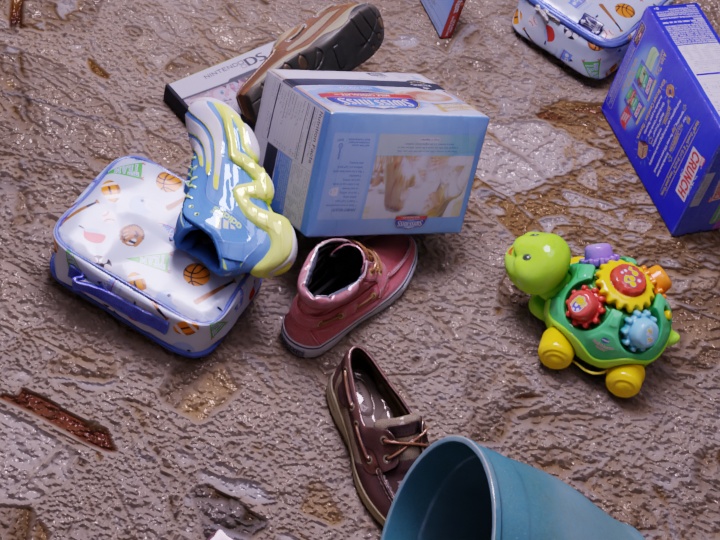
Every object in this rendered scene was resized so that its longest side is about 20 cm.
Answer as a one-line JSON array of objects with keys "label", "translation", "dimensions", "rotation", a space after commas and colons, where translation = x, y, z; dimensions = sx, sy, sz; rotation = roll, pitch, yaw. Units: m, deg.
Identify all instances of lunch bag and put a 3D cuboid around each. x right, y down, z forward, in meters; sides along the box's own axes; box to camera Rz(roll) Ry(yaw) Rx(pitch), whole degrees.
[{"label": "lunch bag", "translation": [-0.199, -0.013, 1.413], "dimensions": [0.199, 0.076, 0.161], "rotation": [29, 52, 6]}, {"label": "lunch bag", "translation": [0.287, -0.330, 1.810], "dimensions": [0.160, 0.076, 0.200], "rotation": [38, 50, 18]}]

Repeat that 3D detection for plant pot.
[{"label": "plant pot", "translation": [0.138, 0.258, 1.227], "dimensions": [0.186, 0.200, 0.202], "rotation": [17, 47, -22]}]

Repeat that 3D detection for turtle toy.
[{"label": "turtle toy", "translation": [0.237, 0.028, 1.493], "dimensions": [0.198, 0.101, 0.146], "rotation": [23, 49, 2]}]

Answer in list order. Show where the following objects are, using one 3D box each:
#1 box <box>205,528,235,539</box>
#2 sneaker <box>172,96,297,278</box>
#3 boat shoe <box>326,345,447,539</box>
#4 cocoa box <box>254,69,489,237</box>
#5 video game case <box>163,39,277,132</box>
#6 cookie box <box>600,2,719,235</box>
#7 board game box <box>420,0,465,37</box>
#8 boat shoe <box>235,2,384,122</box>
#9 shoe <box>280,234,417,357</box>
[{"label": "box", "translation": [-0.106, 0.337, 1.072], "dimensions": [0.164, 0.201, 0.166], "rotation": [35, 50, 13]}, {"label": "sneaker", "translation": [-0.140, -0.078, 1.382], "dimensions": [0.104, 0.076, 0.201], "rotation": [-15, 63, -34]}, {"label": "boat shoe", "translation": [0.028, 0.158, 1.343], "dimensions": [0.071, 0.072, 0.201], "rotation": [-10, 56, -24]}, {"label": "cocoa box", "translation": [0.006, -0.119, 1.472], "dimensions": [0.198, 0.135, 0.131], "rotation": [-3, 26, -35]}, {"label": "video game case", "translation": [-0.087, -0.163, 1.599], "dimensions": [0.180, 0.026, 0.200], "rotation": [-27, 64, -33]}, {"label": "cookie box", "translation": [0.366, -0.171, 1.650], "dimensions": [0.074, 0.172, 0.201], "rotation": [-9, 56, -19]}, {"label": "board game box", "translation": [0.082, -0.393, 1.786], "dimensions": [0.019, 0.103, 0.201], "rotation": [-9, 55, -22]}, {"label": "boat shoe", "translation": [-0.061, -0.230, 1.605], "dimensions": [0.200, 0.076, 0.074], "rotation": [-38, 42, -28]}, {"label": "shoe", "translation": [0.000, 0.000, 1.449], "dimensions": [0.071, 0.091, 0.200], "rotation": [37, 51, 14]}]
